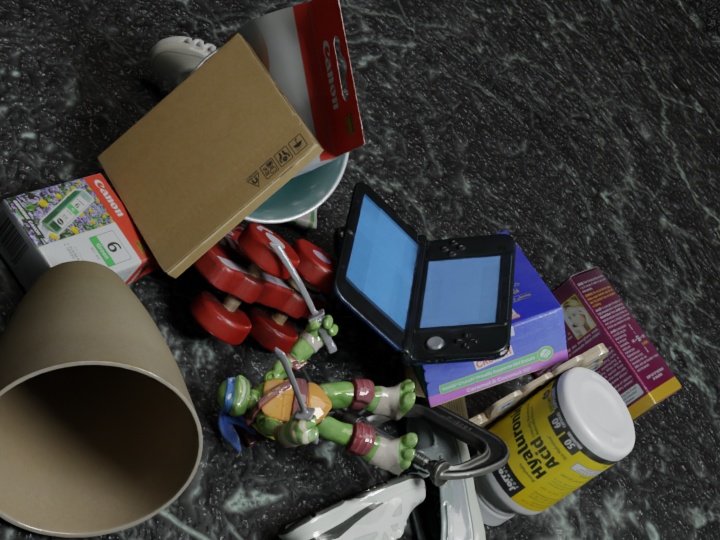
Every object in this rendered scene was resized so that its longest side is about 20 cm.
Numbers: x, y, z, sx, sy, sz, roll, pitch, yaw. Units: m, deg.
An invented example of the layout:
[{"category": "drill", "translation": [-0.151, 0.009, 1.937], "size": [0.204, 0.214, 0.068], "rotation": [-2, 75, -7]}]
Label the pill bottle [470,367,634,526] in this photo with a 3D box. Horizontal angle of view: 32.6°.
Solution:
[{"category": "pill bottle", "translation": [0.201, 0.205, 1.380], "size": [0.111, 0.200, 0.112], "rotation": [28, 38, -25]}]

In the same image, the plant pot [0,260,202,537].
[{"category": "plant pot", "translation": [-0.236, 0.087, 1.051], "size": [0.186, 0.188, 0.201], "rotation": [26, 25, -29]}]

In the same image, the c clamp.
[{"category": "c clamp", "translation": [0.050, 0.179, 1.300], "size": [0.198, 0.027, 0.170], "rotation": [21, 23, 34]}]

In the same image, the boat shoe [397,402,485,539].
[{"category": "boat shoe", "translation": [0.078, 0.227, 1.337], "size": [0.071, 0.070, 0.203], "rotation": [15, 45, -34]}]

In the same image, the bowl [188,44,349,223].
[{"category": "bowl", "translation": [-0.121, -0.146, 1.378], "size": [0.198, 0.105, 0.204], "rotation": [3, 83, -22]}]

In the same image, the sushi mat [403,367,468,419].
[{"category": "sushi mat", "translation": [0.086, 0.098, 1.525], "size": [0.095, 0.012, 0.202], "rotation": [26, 40, -31]}]

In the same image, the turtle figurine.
[{"category": "turtle figurine", "translation": [-0.029, 0.111, 1.189], "size": [0.192, 0.202, 0.144], "rotation": [18, 13, -20]}]

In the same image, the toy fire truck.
[{"category": "toy fire truck", "translation": [-0.124, -0.010, 1.312], "size": [0.168, 0.113, 0.199], "rotation": [46, 15, 32]}]

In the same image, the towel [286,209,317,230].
[{"category": "towel", "translation": [-0.133, -0.140, 1.505], "size": [0.199, 0.023, 0.154], "rotation": [30, 39, -26]}]

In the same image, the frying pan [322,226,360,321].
[{"category": "frying pan", "translation": [-0.012, 0.011, 1.467], "size": [0.115, 0.189, 0.031], "rotation": [-40, 120, -16]}]

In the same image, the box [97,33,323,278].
[{"category": "box", "translation": [-0.154, -0.117, 1.234], "size": [0.164, 0.199, 0.021], "rotation": [55, 10, 25]}]

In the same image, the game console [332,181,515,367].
[{"category": "game console", "translation": [0.075, -0.006, 1.336], "size": [0.201, 0.168, 0.119], "rotation": [-79, 158, -49]}]

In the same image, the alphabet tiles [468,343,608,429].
[{"category": "alphabet tiles", "translation": [0.194, 0.145, 1.421], "size": [0.015, 0.198, 0.196], "rotation": [59, -6, 17]}]

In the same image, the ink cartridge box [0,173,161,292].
[{"category": "ink cartridge box", "translation": [-0.264, -0.036, 1.231], "size": [0.109, 0.050, 0.199], "rotation": [53, 35, 8]}]

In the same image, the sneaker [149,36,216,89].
[{"category": "sneaker", "translation": [-0.166, -0.199, 1.454], "size": [0.199, 0.075, 0.082], "rotation": [35, 47, -16]}]

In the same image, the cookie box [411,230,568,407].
[{"category": "cookie box", "translation": [0.127, 0.051, 1.423], "size": [0.201, 0.169, 0.076], "rotation": [-114, -173, -60]}]

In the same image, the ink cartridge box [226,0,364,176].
[{"category": "ink cartridge box", "translation": [-0.069, -0.181, 1.238], "size": [0.050, 0.200, 0.165], "rotation": [-10, 89, -24]}]

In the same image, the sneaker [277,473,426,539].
[{"category": "sneaker", "translation": [0.008, 0.280, 1.225], "size": [0.199, 0.075, 0.117], "rotation": [-13, 78, -49]}]

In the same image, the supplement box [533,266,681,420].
[{"category": "supplement box", "translation": [0.311, 0.118, 1.654], "size": [0.103, 0.131, 0.201], "rotation": [-14, 68, -54]}]
